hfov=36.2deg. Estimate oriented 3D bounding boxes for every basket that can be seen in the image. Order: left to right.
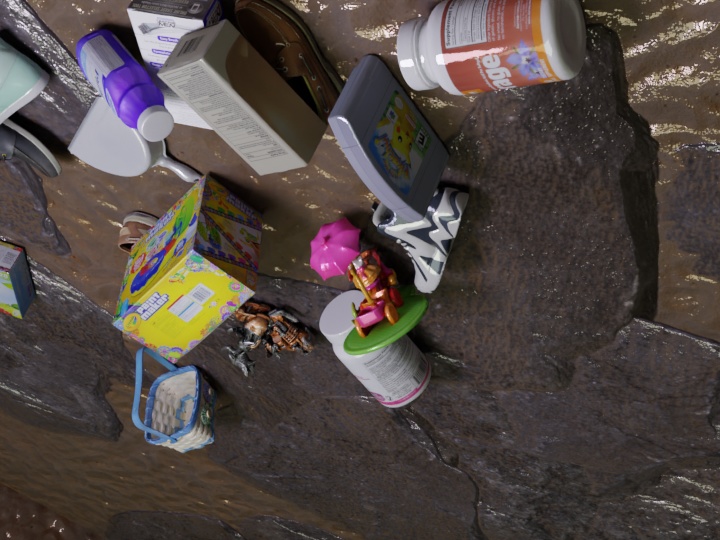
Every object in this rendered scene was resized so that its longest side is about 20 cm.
[{"bbox_3d":[-0.380,0.263,2.207,0.139,0.177,0.200,-24,140,29],"label":"basket"}]

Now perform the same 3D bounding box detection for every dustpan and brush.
[{"bbox_3d":[-0.331,-0.179,1.687,0.200,0.057,0.140,36,131,-10],"label":"dustpan and brush"}]

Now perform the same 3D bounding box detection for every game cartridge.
[{"bbox_3d":[0.040,-0.163,1.430,0.040,0.134,0.200,-3,140,42],"label":"game cartridge"}]

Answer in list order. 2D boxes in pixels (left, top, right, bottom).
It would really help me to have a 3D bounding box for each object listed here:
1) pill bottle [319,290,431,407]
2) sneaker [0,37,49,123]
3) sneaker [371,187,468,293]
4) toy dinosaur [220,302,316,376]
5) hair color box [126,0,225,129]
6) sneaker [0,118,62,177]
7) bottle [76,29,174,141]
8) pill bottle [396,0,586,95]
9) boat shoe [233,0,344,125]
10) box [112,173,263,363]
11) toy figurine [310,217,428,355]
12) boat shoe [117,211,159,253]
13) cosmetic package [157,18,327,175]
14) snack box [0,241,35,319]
[{"bbox_3d":[0.024,0.131,1.853,0.113,0.114,0.200,-10,134,37],"label":"pill bottle"},{"bbox_3d":[-0.571,-0.266,1.624,0.200,0.074,0.118,-35,125,15],"label":"sneaker"},{"bbox_3d":[0.073,-0.056,1.606,0.129,0.080,0.200,20,146,5],"label":"sneaker"},{"bbox_3d":[-0.181,0.101,1.968,0.200,0.102,0.136,41,129,3],"label":"toy dinosaur"},{"bbox_3d":[-0.229,-0.283,1.473,0.109,0.065,0.200,12,146,15],"label":"hair color box"},{"bbox_3d":[-0.578,-0.186,1.738,0.200,0.107,0.075,37,165,-13],"label":"sneaker"},{"bbox_3d":[-0.314,-0.245,1.477,0.200,0.065,0.084,48,160,35],"label":"bottle"},{"bbox_3d":[0.147,-0.261,1.258,0.199,0.113,0.112,-4,139,32],"label":"pill bottle"},{"bbox_3d":[-0.093,-0.267,1.415,0.072,0.068,0.200,-16,130,44],"label":"boat shoe"},{"bbox_3d":[-0.263,-0.003,1.699,0.122,0.193,0.200,36,120,-26],"label":"box"},{"bbox_3d":[0.000,0.000,1.680,0.150,0.200,0.185,-25,107,21],"label":"toy figurine"},{"bbox_3d":[-0.314,-0.031,1.851,0.199,0.072,0.076,17,146,6],"label":"boat shoe"},{"bbox_3d":[-0.147,-0.215,1.396,0.105,0.071,0.200,-4,141,46],"label":"cosmetic package"},{"bbox_3d":[-0.741,-0.003,2.122,0.199,0.068,0.169,17,146,4],"label":"snack box"}]
